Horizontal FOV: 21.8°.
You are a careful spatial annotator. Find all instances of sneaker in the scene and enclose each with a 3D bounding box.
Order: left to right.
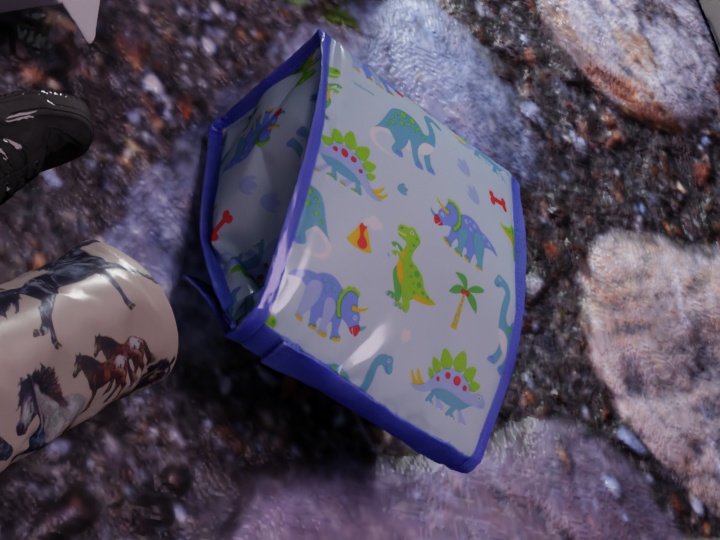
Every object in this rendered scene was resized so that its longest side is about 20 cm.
[{"bbox_3d":[-0.202,-0.026,0.892,0.199,0.060,0.104,-8,68,-42],"label":"sneaker"}]

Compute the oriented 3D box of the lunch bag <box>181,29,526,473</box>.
[{"bbox_3d":[0.000,0.000,1.032,0.170,0.127,0.200,32,35,-28],"label":"lunch bag"}]

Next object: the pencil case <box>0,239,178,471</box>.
[{"bbox_3d":[-0.164,0.055,0.861,0.200,0.078,0.090,-34,131,-52],"label":"pencil case"}]

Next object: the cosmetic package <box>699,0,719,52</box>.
[{"bbox_3d":[0.380,-0.235,1.629,0.200,0.071,0.105,0,65,-46],"label":"cosmetic package"}]

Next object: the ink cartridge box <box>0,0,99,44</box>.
[{"bbox_3d":[-0.201,-0.212,0.964,0.200,0.068,0.116,58,31,-56],"label":"ink cartridge box"}]
